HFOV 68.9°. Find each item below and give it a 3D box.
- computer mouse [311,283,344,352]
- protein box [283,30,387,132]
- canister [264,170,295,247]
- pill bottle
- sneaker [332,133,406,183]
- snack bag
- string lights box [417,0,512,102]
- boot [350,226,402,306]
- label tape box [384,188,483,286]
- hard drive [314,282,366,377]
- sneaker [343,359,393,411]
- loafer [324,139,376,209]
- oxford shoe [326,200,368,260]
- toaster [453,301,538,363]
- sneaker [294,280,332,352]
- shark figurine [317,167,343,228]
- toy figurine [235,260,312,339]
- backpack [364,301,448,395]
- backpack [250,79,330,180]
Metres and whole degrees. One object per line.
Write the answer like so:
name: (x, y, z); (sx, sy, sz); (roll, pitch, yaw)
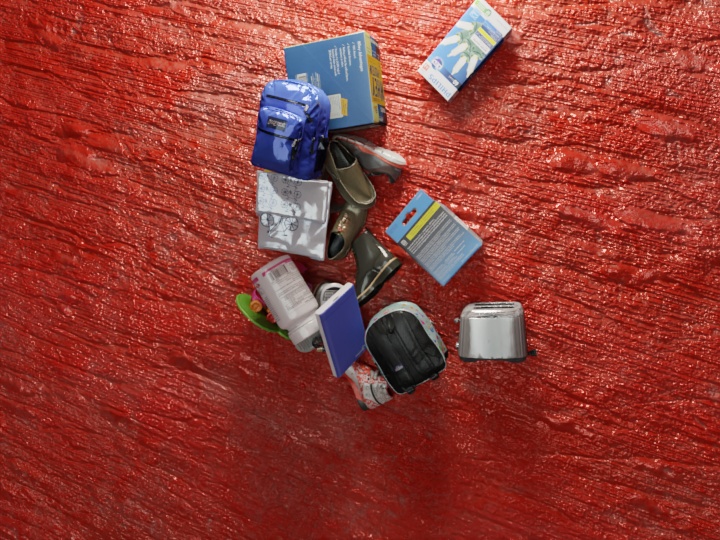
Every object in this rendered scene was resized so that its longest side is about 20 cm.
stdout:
computer mouse: (-0.069, 0.121, 1.361); (0.108, 0.044, 0.203); (2, 111, -7)
protein box: (-0.055, -0.434, 1.249); (0.197, 0.135, 0.201); (-4, 101, 17)
canister: (-0.185, -0.168, 1.346); (0.148, 0.086, 0.203); (21, 118, 57)
pill bottle: (-0.175, 0.074, 1.299); (0.113, 0.113, 0.201); (-31, 89, 20)
sneaker: (0.011, -0.275, 1.300); (0.198, 0.077, 0.083); (27, 114, 10)
snack bag: (-0.168, -0.131, 1.269); (0.186, 0.021, 0.203); (11, 110, 9)
string lights box: (0.236, -0.497, 1.192); (0.103, 0.059, 0.200); (44, 110, 2)
boot: (0.000, 0.000, 1.374); (0.200, 0.077, 0.139); (-45, 76, 18)
label tape box: (0.182, -0.084, 1.296); (0.200, 0.063, 0.144); (43, 110, 4)
hard drive: (-0.043, 0.151, 1.316); (0.025, 0.132, 0.202); (14, 131, 36)
sneaker: (0.015, 0.276, 1.424); (0.107, 0.067, 0.203); (-24, 98, 18)
loafer: (-0.031, -0.235, 1.277); (0.075, 0.070, 0.200); (-44, 100, -15)
oxford shoe: (-0.034, -0.114, 1.346); (0.070, 0.075, 0.202); (22, 107, 12)
toaster: (0.329, 0.150, 1.279); (0.197, 0.114, 0.131); (-2, 99, 18)
sneaker: (-0.117, 0.122, 1.414); (0.078, 0.079, 0.202); (26, 99, -13)
shark figurine: (-0.082, -0.196, 1.356); (0.088, 0.128, 0.218); (8, 79, -16)
toy figurine: (-0.203, 0.063, 1.420); (0.199, 0.150, 0.185); (37, 101, -18)
backpack: (0.111, 0.182, 1.329); (0.177, 0.151, 0.201); (-34, 99, 17)
backpack: (-0.148, -0.312, 1.149); (0.160, 0.168, 0.203); (16, 105, 5)
